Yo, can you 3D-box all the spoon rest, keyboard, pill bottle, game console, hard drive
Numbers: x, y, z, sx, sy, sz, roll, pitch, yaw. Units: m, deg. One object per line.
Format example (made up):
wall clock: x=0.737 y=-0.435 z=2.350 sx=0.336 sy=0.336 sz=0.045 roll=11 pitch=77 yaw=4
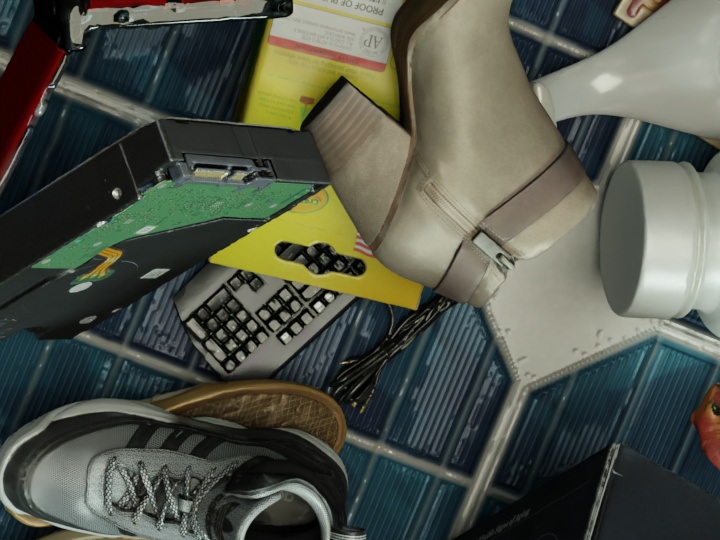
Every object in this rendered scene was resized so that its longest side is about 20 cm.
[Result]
spoon rest: x=0.176 y=-0.113 z=1.619 sx=0.199 sy=0.061 sz=0.100 roll=-15 pitch=104 yaw=-22
keyboard: x=0.000 y=0.000 z=1.619 sx=0.200 sy=0.021 sz=0.127 roll=-43 pitch=104 yaw=-1
pill bottle: x=0.244 y=-0.015 z=1.618 sx=0.199 sy=0.114 sz=0.115 roll=2 pitch=99 yaw=-12
game console: x=-0.129 y=-0.093 z=1.484 sx=0.172 sy=0.200 sz=0.119 roll=-4 pitch=100 yaw=-10
hard drive: x=-0.131 y=-0.019 z=1.488 sx=0.200 sy=0.140 sz=0.038 roll=-29 pitch=74 yaw=31

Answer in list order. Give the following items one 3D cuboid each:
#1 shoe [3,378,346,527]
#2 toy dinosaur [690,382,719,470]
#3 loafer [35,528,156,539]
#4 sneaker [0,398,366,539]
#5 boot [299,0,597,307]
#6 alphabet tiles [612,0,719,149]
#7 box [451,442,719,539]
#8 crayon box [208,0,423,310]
shoe: x=-0.108 y=0.097 z=1.597 sx=0.199 sy=0.053 sz=0.070 roll=-9 pitch=106 yaw=-11
toy dinosaur: x=0.288 y=0.081 z=1.631 sx=0.181 sy=0.200 sz=0.105 roll=-14 pitch=86 yaw=-40
loafer: x=-0.107 y=0.188 z=1.591 sx=0.199 sy=0.076 sz=0.068 roll=1 pitch=55 yaw=-12
sneaker: x=-0.094 y=0.121 z=1.517 sx=0.199 sy=0.114 sz=0.076 roll=5 pitch=102 yaw=-15
boot: x=0.071 y=-0.083 z=1.513 sx=0.146 sy=0.070 sz=0.200 roll=41 pitch=106 yaw=-13
alphabet tiles: x=0.248 y=-0.163 z=1.649 sx=0.166 sy=0.006 sz=0.200 roll=31 pitch=92 yaw=-15
box: x=0.111 y=0.230 z=1.550 sx=0.124 sy=0.200 sz=0.197 roll=28 pitch=57 yaw=-16
crayon box: x=-0.004 y=-0.090 z=1.566 sx=0.126 sy=0.051 sz=0.201 roll=14 pitch=103 yaw=-9
